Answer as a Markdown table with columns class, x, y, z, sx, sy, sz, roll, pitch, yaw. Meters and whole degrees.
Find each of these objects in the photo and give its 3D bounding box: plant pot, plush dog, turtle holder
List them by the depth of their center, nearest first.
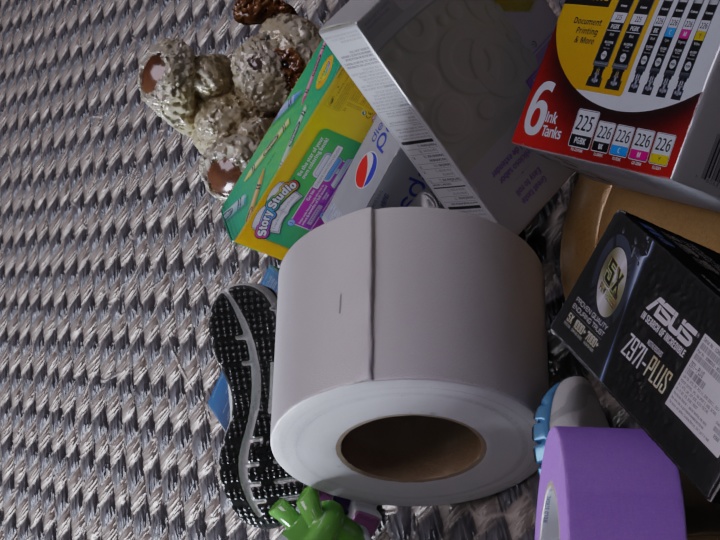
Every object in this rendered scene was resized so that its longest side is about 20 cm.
| class | x | y | z | sx | sy | sz | roll | pitch | yaw |
| --- | --- | --- | --- | --- | --- | --- | --- | --- | --- |
| plant pot | 0.211 | -0.041 | 1.281 | 0.200 | 0.027 | 0.202 | -38 | 42 | 44 |
| turtle holder | -0.025 | 0.243 | 1.375 | 0.141 | 0.132 | 0.185 | -52 | 6 | -39 |
| plush dog | -0.093 | -0.171 | 1.817 | 0.172 | 0.160 | 0.201 | -44 | 63 | 15 |

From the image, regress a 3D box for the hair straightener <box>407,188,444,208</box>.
| class | x | y | z | sx | sy | sz | roll | pitch | yaw |
| --- | --- | --- | --- | --- | --- | --- | --- | --- | --- |
| hair straightener | 0.000 | 0.000 | 1.423 | 0.200 | 0.076 | 0.041 | -38 | 63 | 40 |

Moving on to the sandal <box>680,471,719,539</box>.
| class | x | y | z | sx | sy | sz | roll | pitch | yaw |
| --- | --- | --- | --- | --- | --- | --- | --- | --- | --- |
| sandal | 0.206 | 0.220 | 1.104 | 0.070 | 0.077 | 0.213 | 95 | 180 | -51 |

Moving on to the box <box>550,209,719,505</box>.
| class | x | y | z | sx | sy | sz | roll | pitch | yaw |
| --- | --- | --- | --- | --- | --- | --- | --- | --- | --- |
| box | 0.227 | 0.065 | 1.041 | 0.087 | 0.163 | 0.200 | -61 | 29 | 14 |

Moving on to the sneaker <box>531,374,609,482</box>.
| class | x | y | z | sx | sy | sz | roll | pitch | yaw |
| --- | --- | --- | --- | --- | --- | --- | --- | --- | --- |
| sneaker | 0.168 | 0.152 | 1.203 | 0.086 | 0.075 | 0.202 | -30 | 49 | 32 |

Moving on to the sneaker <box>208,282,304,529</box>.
| class | x | y | z | sx | sy | sz | roll | pitch | yaw |
| --- | --- | --- | --- | --- | --- | --- | --- | --- | --- |
| sneaker | -0.074 | 0.105 | 1.484 | 0.080 | 0.073 | 0.202 | -41 | -52 | -78 |

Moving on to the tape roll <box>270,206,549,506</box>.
| class | x | y | z | sx | sy | sz | roll | pitch | yaw |
| --- | --- | --- | --- | --- | --- | --- | --- | --- | --- |
| tape roll | 0.036 | 0.066 | 1.335 | 0.202 | 0.201 | 0.140 | -36 | 43 | 45 |

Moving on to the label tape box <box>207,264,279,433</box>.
| class | x | y | z | sx | sy | sz | roll | pitch | yaw |
| --- | --- | --- | --- | --- | --- | --- | --- | --- | --- |
| label tape box | -0.058 | 0.094 | 1.605 | 0.144 | 0.066 | 0.200 | -65 | 24 | 7 |

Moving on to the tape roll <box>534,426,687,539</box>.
| class | x | y | z | sx | sy | sz | roll | pitch | yaw |
| --- | --- | --- | --- | --- | --- | --- | --- | --- | --- |
| tape roll | 0.136 | 0.189 | 1.038 | 0.200 | 0.065 | 0.202 | -178 | 90 | -89 |

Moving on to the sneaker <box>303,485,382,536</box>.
| class | x | y | z | sx | sy | sz | roll | pitch | yaw |
| --- | --- | --- | --- | --- | --- | --- | --- | --- | --- |
| sneaker | -0.008 | 0.121 | 1.513 | 0.088 | 0.080 | 0.202 | 13 | 85 | 69 |

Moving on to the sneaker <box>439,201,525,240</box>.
| class | x | y | z | sx | sy | sz | roll | pitch | yaw |
| --- | --- | --- | --- | --- | --- | --- | --- | --- | --- |
| sneaker | 0.071 | -0.036 | 1.478 | 0.199 | 0.075 | 0.115 | 5 | 76 | 55 |

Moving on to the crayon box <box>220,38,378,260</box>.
| class | x | y | z | sx | sy | sz | roll | pitch | yaw |
| --- | --- | --- | --- | --- | --- | --- | --- | --- | --- |
| crayon box | -0.023 | -0.097 | 1.628 | 0.201 | 0.118 | 0.058 | -56 | 31 | 22 |

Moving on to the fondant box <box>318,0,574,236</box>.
| class | x | y | z | sx | sy | sz | roll | pitch | yaw |
| --- | --- | --- | --- | --- | --- | --- | --- | --- | --- |
| fondant box | 0.083 | -0.141 | 1.344 | 0.144 | 0.201 | 0.058 | -46 | 22 | -24 |

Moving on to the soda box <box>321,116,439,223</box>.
| class | x | y | z | sx | sy | sz | roll | pitch | yaw |
| --- | --- | --- | --- | --- | --- | --- | --- | --- | --- |
| soda box | 0.048 | -0.104 | 1.562 | 0.201 | 0.068 | 0.064 | -61 | 31 | 16 |

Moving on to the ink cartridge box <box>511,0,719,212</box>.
| class | x | y | z | sx | sy | sz | roll | pitch | yaw |
| --- | --- | --- | --- | --- | --- | --- | --- | --- | --- |
| ink cartridge box | 0.210 | -0.141 | 1.232 | 0.200 | 0.083 | 0.177 | 21 | 90 | 62 |
